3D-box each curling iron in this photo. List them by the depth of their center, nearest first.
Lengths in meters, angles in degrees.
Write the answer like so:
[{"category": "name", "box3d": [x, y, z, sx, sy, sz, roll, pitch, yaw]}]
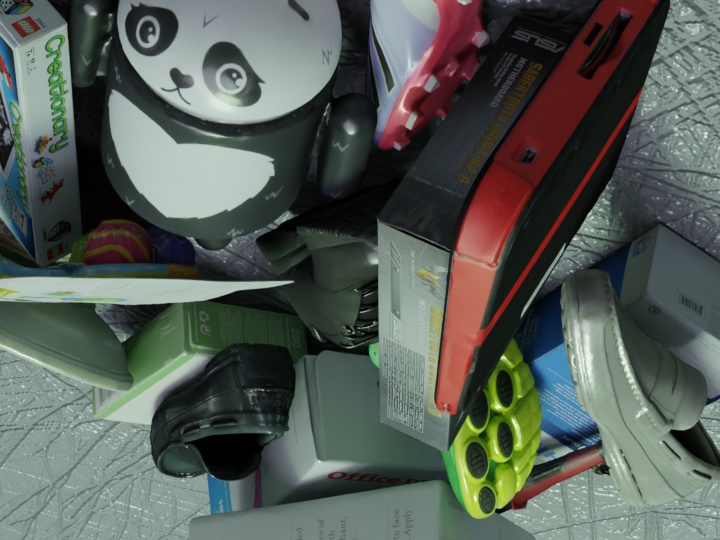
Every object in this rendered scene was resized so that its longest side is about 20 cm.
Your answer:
[{"category": "curling iron", "box3d": [0.117, 0.152, 1.127, 0.049, 0.026, 0.200, 36, 134, -30]}]

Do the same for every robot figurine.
[{"category": "robot figurine", "box3d": [-0.080, -0.096, 0.908, 0.149, 0.125, 0.200, -9, 150, -20]}]

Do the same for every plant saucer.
[{"category": "plant saucer", "box3d": [-0.236, 0.017, 1.118, 0.199, 0.050, 0.200, 26, 178, 1]}]

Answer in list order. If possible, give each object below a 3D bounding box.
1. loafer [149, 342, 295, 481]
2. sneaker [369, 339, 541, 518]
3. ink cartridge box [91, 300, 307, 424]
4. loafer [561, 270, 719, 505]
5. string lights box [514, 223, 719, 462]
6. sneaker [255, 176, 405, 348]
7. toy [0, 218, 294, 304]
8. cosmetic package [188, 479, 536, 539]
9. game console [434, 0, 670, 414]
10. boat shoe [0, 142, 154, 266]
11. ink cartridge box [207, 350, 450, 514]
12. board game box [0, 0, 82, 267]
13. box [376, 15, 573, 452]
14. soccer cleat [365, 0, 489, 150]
[{"category": "loafer", "box3d": [-0.099, 0.113, 1.140, 0.068, 0.071, 0.201, 6, 155, -24]}, {"category": "sneaker", "box3d": [0.056, 0.058, 1.058, 0.083, 0.074, 0.201, -15, 93, 57]}, {"category": "ink cartridge box", "box3d": [-0.077, 0.080, 1.213, 0.199, 0.048, 0.145, 10, 152, -33]}, {"category": "loafer", "box3d": [0.166, 0.067, 0.970, 0.069, 0.070, 0.200, -13, 139, 16]}, {"category": "string lights box", "box3d": [0.161, 0.057, 1.071, 0.102, 0.059, 0.200, 31, 142, -18]}, {"category": "sneaker", "box3d": [0.000, 0.000, 0.984, 0.091, 0.076, 0.200, 67, 166, -2]}, {"category": "toy", "box3d": [-0.153, -0.005, 0.981, 0.199, 0.048, 0.115, -3, 176, -34]}, {"category": "cosmetic package", "box3d": [0.003, 0.253, 1.122, 0.199, 0.166, 0.165, -12, 153, 26]}, {"category": "game console", "box3d": [0.095, -0.042, 0.850, 0.031, 0.200, 0.177, 28, 148, 13]}, {"category": "boat shoe", "box3d": [-0.217, -0.046, 1.086, 0.199, 0.074, 0.063, 20, 154, 15]}, {"category": "ink cartridge box", "box3d": [-0.009, 0.142, 1.196, 0.144, 0.085, 0.200, 6, 148, -24]}, {"category": "board game box", "box3d": [-0.213, -0.107, 0.968, 0.126, 0.035, 0.200, 48, 153, 24]}, {"category": "box", "box3d": [0.066, -0.016, 0.918, 0.048, 0.159, 0.200, 23, 148, 17]}, {"category": "soccer cleat", "box3d": [0.028, -0.139, 0.874, 0.076, 0.067, 0.200, 45, 153, 15]}]
